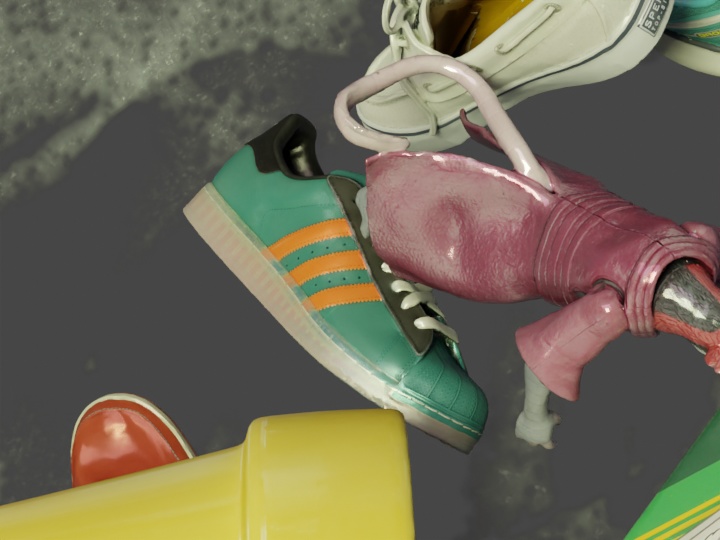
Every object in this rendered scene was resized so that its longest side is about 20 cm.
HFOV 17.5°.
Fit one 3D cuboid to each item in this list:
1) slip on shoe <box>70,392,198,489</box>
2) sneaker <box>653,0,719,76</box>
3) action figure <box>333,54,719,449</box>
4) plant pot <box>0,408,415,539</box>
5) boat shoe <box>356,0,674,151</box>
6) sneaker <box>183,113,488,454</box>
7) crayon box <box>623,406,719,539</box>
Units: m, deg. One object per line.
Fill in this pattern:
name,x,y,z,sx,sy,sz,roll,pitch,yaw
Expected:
slip on shoe,-0.102,0.146,1.075,0.074,0.061,0.201,-20,62,19
sneaker,0.112,-0.152,1.081,0.199,0.080,0.078,17,78,30
action figure,0.101,-0.014,0.987,0.134,0.150,0.199,-33,35,-26
plant pot,-0.070,0.159,0.943,0.187,0.201,0.202,-2,68,-1
boat shoe,0.043,-0.110,1.048,0.201,0.086,0.075,-12,55,55
sneaker,0.000,0.000,1.077,0.080,0.071,0.200,-50,57,6
crayon box,0.188,0.167,0.934,0.200,0.058,0.173,36,88,31
